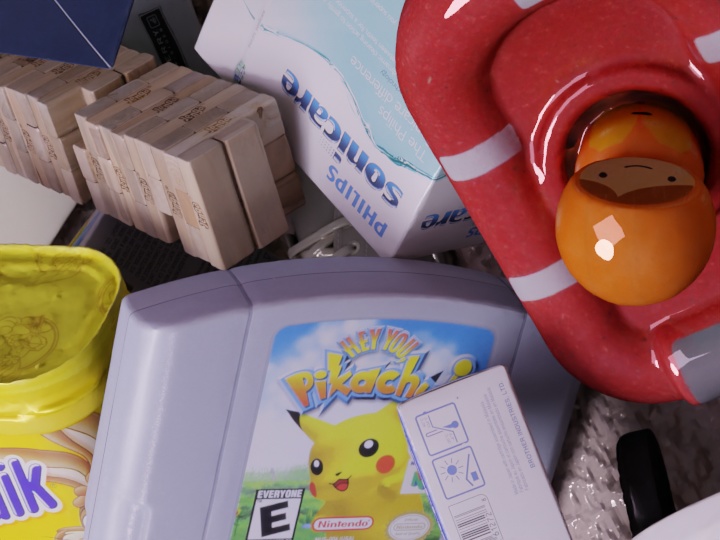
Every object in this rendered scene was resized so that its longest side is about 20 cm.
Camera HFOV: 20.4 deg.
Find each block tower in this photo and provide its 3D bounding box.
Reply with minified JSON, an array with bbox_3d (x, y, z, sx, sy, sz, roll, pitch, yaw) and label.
[{"bbox_3d":[-0.103,-0.059,0.877,0.200,0.054,0.058,25,139,47],"label":"block tower"}]

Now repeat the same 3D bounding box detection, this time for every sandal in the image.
[{"bbox_3d":[0.137,0.157,0.769,0.045,0.075,0.200,-10,99,10],"label":"sandal"}]

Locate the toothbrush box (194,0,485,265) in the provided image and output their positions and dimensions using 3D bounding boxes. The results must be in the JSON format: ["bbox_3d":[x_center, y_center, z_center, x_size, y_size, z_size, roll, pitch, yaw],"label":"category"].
[{"bbox_3d":[0.034,-0.126,0.801,0.146,0.085,0.200,48,129,28],"label":"toothbrush box"}]

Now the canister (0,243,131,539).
[{"bbox_3d":[-0.145,0.092,0.867,0.148,0.087,0.200,1,131,20],"label":"canister"}]

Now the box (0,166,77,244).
[{"bbox_3d":[-0.211,-0.015,1.041,0.200,0.068,0.082,-53,29,22],"label":"box"}]

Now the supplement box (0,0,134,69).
[{"bbox_3d":[-0.182,-0.202,0.762,0.200,0.200,0.134,-105,30,-44],"label":"supplement box"}]

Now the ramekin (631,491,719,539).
[{"bbox_3d":[0.173,0.116,0.635,0.200,0.200,0.105,-35,64,44],"label":"ramekin"}]

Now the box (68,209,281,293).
[{"bbox_3d":[-0.131,0.062,0.970,0.101,0.113,0.200,35,132,-10],"label":"box"}]

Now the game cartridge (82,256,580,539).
[{"bbox_3d":[-0.005,0.060,0.802,0.040,0.200,0.133,-133,49,-57],"label":"game cartridge"}]

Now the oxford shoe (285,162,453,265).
[{"bbox_3d":[0.000,0.000,0.886,0.075,0.058,0.200,-38,70,46],"label":"oxford shoe"}]

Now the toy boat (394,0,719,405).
[{"bbox_3d":[0.092,-0.033,0.677,0.130,0.131,0.200,-26,108,18],"label":"toy boat"}]

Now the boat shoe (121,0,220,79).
[{"bbox_3d":[-0.115,-0.119,0.970,0.068,0.074,0.199,-20,100,52],"label":"boat shoe"}]

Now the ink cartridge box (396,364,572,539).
[{"bbox_3d":[0.068,0.136,0.733,0.094,0.044,0.200,72,177,-83],"label":"ink cartridge box"}]
